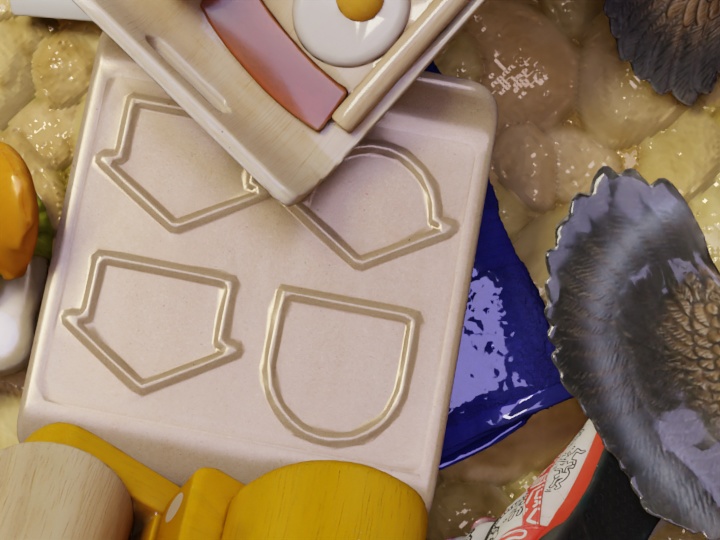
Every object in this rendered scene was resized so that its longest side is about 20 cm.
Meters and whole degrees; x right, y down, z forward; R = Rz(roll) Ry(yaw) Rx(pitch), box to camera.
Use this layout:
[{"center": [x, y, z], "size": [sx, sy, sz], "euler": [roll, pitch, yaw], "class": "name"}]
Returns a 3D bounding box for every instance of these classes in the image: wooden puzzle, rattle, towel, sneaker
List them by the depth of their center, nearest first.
[{"center": [-0.044, 0.002, 0.889], "size": [0.183, 0.046, 0.202], "euler": [11, 83, 0], "class": "wooden puzzle"}, {"center": [-0.242, -0.007, 0.892], "size": [0.198, 0.143, 0.132], "euler": [9, 96, -5], "class": "rattle"}, {"center": [0.092, 0.108, 0.900], "size": [0.067, 0.108, 0.202], "euler": [52, 46, -11], "class": "sneaker"}, {"center": [0.000, 0.000, 0.937], "size": [0.146, 0.050, 0.202], "euler": [-22, 81, -8], "class": "towel"}]

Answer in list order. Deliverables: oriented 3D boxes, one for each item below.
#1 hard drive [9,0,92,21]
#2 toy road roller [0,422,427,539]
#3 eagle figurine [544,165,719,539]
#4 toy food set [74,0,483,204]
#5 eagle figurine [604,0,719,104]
[{"center": [-0.073, -0.178, 0.925], "size": [0.198, 0.027, 0.133], "euler": [6, 115, 15], "class": "hard drive"}, {"center": [-0.060, 0.130, 0.811], "size": [0.199, 0.146, 0.123], "euler": [32, 35, -16], "class": "toy road roller"}, {"center": [0.178, 0.055, 0.859], "size": [0.150, 0.152, 0.200], "euler": [-34, 59, -6], "class": "eagle figurine"}, {"center": [-0.014, -0.150, 0.833], "size": [0.143, 0.060, 0.200], "euler": [43, 96, 4], "class": "toy food set"}, {"center": [0.196, -0.197, 0.934], "size": [0.149, 0.152, 0.202], "euler": [7, 71, -20], "class": "eagle figurine"}]
